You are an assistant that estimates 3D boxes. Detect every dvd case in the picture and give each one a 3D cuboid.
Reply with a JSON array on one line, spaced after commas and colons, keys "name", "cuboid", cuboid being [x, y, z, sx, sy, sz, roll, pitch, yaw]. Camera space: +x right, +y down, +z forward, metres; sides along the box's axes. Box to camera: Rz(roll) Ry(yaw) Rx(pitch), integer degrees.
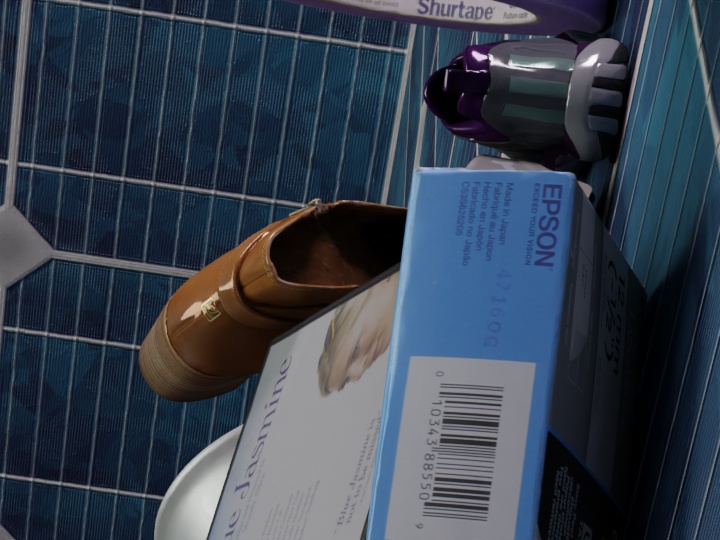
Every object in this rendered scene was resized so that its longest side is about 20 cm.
[{"name": "dvd case", "cuboid": [-0.015, 0.072, 1.077, 0.200, 0.018, 0.143, -32, 37, 62]}]

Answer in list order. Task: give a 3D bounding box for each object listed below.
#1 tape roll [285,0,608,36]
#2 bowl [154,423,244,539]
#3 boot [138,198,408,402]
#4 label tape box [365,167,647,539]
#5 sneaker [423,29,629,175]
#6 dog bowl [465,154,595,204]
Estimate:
[{"name": "tape roll", "cuboid": [0.028, -0.173, 1.274, 0.200, 0.199, 0.085, 158, 119, -87]}, {"name": "bowl", "cuboid": [-0.017, 0.174, 1.534, 0.091, 0.200, 0.201, -109, 21, -44]}, {"name": "boot", "cuboid": [0.000, 0.000, 1.247, 0.074, 0.200, 0.155, 60, 146, 7]}, {"name": "label tape box", "cuboid": [0.067, 0.063, 0.966, 0.200, 0.066, 0.144, 44, -130, -63]}, {"name": "sneaker", "cuboid": [0.073, -0.087, 1.243, 0.200, 0.087, 0.075, 134, 144, -86]}, {"name": "dog bowl", "cuboid": [0.046, 0.038, 1.175, 0.200, 0.059, 0.201, 23, -90, -84]}]
